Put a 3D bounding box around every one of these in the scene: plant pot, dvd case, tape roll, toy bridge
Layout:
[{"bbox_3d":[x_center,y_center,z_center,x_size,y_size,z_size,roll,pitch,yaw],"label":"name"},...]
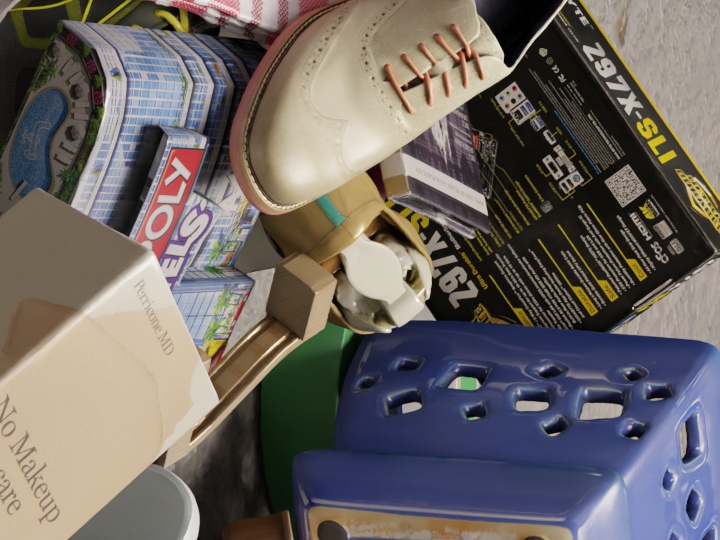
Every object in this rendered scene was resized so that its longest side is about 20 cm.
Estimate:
[{"bbox_3d":[0.076,0.151,1.531,0.180,0.200,0.200,-45,134,-60],"label":"plant pot"},{"bbox_3d":[0.021,-0.122,1.492,0.149,0.016,0.200,21,56,-72],"label":"dvd case"},{"bbox_3d":[0.007,0.068,1.679,0.200,0.048,0.201,2,90,-66],"label":"tape roll"},{"bbox_3d":[-0.086,0.057,1.328,0.200,0.027,0.067,-30,148,-41],"label":"toy bridge"}]

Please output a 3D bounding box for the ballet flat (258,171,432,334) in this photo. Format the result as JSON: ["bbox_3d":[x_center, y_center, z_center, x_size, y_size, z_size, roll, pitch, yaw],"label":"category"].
[{"bbox_3d":[0.000,0.000,1.449,0.069,0.063,0.200,-42,156,1],"label":"ballet flat"}]

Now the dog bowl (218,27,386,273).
[{"bbox_3d":[-0.036,-0.092,1.513,0.200,0.074,0.201,5,90,-70],"label":"dog bowl"}]

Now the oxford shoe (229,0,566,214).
[{"bbox_3d":[0.020,-0.095,1.332,0.200,0.074,0.071,-45,117,-33],"label":"oxford shoe"}]

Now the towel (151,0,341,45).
[{"bbox_3d":[-0.049,-0.170,1.367,0.200,0.030,0.147,19,62,-39],"label":"towel"}]

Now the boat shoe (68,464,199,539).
[{"bbox_3d":[-0.140,0.168,1.270,0.200,0.071,0.091,-44,151,-7],"label":"boat shoe"}]

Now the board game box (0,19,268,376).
[{"bbox_3d":[-0.120,-0.004,1.299,0.200,0.062,0.200,-3,122,-60],"label":"board game box"}]

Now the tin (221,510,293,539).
[{"bbox_3d":[-0.044,0.182,1.498,0.200,0.042,0.112,90,-5,-76],"label":"tin"}]

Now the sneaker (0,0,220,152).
[{"bbox_3d":[-0.112,-0.106,1.350,0.200,0.084,0.075,-62,144,-44],"label":"sneaker"}]

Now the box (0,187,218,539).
[{"bbox_3d":[-0.160,0.070,1.173,0.200,0.078,0.095,-43,135,-21],"label":"box"}]

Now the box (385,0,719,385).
[{"bbox_3d":[0.082,-0.052,1.595,0.200,0.160,0.049,55,30,5],"label":"box"}]
